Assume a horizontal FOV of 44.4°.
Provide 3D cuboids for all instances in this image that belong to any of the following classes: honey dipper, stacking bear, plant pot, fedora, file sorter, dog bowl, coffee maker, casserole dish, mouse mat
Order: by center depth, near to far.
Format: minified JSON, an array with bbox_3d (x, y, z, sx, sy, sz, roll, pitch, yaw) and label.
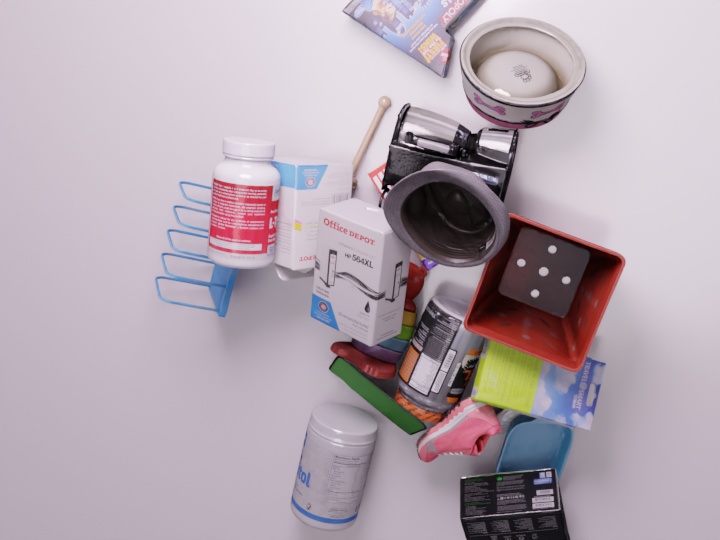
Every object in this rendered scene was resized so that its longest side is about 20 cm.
[{"bbox_3d":[0.138,-0.099,1.348,0.199,0.091,0.177,36,131,-17],"label":"fedora"},{"bbox_3d":[0.252,-0.309,1.403,0.198,0.201,0.074,16,146,9],"label":"dog bowl"},{"bbox_3d":[0.145,-0.161,1.445,0.198,0.135,0.193,17,128,9],"label":"coffee maker"},{"bbox_3d":[0.300,0.019,1.455,0.199,0.176,0.201,21,105,7],"label":"plant pot"},{"bbox_3d":[0.002,-0.214,1.551,0.038,0.038,0.201,26,102,6],"label":"honey dipper"},{"bbox_3d":[0.302,0.322,1.555,0.120,0.039,0.201,4,122,-7],"label":"casserole dish"},{"bbox_3d":[0.050,0.076,1.559,0.121,0.113,0.201,27,97,35],"label":"stacking bear"},{"bbox_3d":[-0.282,-0.044,1.571,0.122,0.139,0.202,12,106,-22],"label":"file sorter"},{"bbox_3d":[0.027,0.226,1.579,0.200,0.161,0.008,40,73,3],"label":"mouse mat"}]

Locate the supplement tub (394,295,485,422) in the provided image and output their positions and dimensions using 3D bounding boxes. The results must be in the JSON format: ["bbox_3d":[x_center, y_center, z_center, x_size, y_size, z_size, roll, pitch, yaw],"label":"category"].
[{"bbox_3d":[0.140,0.156,1.547,0.122,0.123,0.201,24,106,7],"label":"supplement tub"}]

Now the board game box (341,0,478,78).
[{"bbox_3d":[0.109,-0.431,1.467,0.200,0.062,0.200,-43,91,17],"label":"board game box"}]

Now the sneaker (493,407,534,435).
[{"bbox_3d":[0.268,0.262,1.568,0.200,0.071,0.080,-36,109,22],"label":"sneaker"}]

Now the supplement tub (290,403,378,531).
[{"bbox_3d":[-0.049,0.362,1.627,0.131,0.132,0.202,15,103,9],"label":"supplement tub"}]

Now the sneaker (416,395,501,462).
[{"bbox_3d":[0.169,0.296,1.535,0.087,0.073,0.200,57,132,22],"label":"sneaker"}]

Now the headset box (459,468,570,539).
[{"bbox_3d":[0.278,0.458,1.559,0.173,0.093,0.201,-9,125,14],"label":"headset box"}]

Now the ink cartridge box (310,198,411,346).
[{"bbox_3d":[0.000,0.000,1.453,0.145,0.084,0.202,23,118,36],"label":"ink cartridge box"}]

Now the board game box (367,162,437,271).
[{"bbox_3d":[0.129,-0.124,1.531,0.151,0.046,0.201,-32,93,15],"label":"board game box"}]

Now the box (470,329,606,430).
[{"bbox_3d":[0.295,0.183,1.468,0.198,0.048,0.123,16,84,-3],"label":"box"}]

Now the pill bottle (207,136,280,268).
[{"bbox_3d":[-0.189,-0.112,1.439,0.111,0.112,0.202,10,105,11],"label":"pill bottle"}]

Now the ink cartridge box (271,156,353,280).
[{"bbox_3d":[-0.104,-0.090,1.526,0.125,0.128,0.202,18,108,46],"label":"ink cartridge box"}]
